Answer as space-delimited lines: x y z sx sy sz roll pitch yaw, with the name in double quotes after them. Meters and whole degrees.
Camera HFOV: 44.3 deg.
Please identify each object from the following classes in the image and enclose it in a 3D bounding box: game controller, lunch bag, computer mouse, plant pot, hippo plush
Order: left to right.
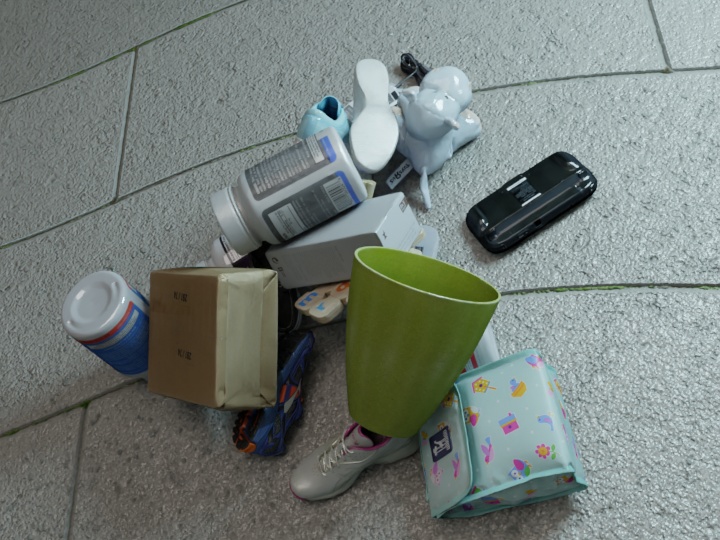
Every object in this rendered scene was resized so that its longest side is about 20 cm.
0.043 -0.292 1.534 0.200 0.044 0.110 -38 59 -12 "computer mouse"
0.055 0.096 1.099 0.186 0.187 0.201 25 107 31 "plant pot"
0.096 -0.243 1.391 0.159 0.161 0.200 31 72 16 "hippo plush"
0.166 0.215 1.132 0.199 0.122 0.171 -19 59 18 "lunch bag"
0.258 -0.106 1.349 0.199 0.042 0.104 -33 40 -2 "game controller"

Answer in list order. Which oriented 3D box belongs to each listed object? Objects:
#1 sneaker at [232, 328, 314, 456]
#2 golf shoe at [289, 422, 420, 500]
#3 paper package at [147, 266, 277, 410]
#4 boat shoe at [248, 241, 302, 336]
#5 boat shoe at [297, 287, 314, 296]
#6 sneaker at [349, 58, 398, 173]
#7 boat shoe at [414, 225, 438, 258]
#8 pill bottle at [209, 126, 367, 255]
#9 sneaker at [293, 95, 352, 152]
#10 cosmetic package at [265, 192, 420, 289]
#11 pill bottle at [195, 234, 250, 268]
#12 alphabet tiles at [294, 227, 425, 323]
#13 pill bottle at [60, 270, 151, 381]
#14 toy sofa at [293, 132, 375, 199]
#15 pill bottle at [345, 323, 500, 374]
-0.115 0.177 1.285 0.075 0.078 0.201 5 65 50 "sneaker"
-0.016 0.242 1.200 0.199 0.092 0.076 -30 56 2 "golf shoe"
-0.210 0.091 1.254 0.199 0.103 0.192 0 89 50 "paper package"
-0.136 0.001 1.316 0.068 0.057 0.201 -14 89 0 "boat shoe"
-0.038 0.004 1.365 0.201 0.075 0.065 -20 51 0 "boat shoe"
0.017 -0.227 1.387 0.075 0.089 0.201 5 63 -7 "sneaker"
0.077 0.010 1.274 0.068 0.057 0.200 10 37 11 "boat shoe"
-0.101 -0.107 1.232 0.199 0.114 0.114 -26 55 4 "pill bottle"
-0.040 -0.230 1.373 0.074 0.200 0.082 23 111 5 "sneaker"
-0.025 -0.039 1.248 0.199 0.074 0.102 -7 34 36 "cosmetic package"
-0.156 -0.028 1.402 0.199 0.113 0.113 -32 54 0 "pill bottle"
0.000 0.000 1.254 0.200 0.015 0.195 -41 26 -17 "alphabet tiles"
-0.351 0.095 1.342 0.112 0.200 0.113 -11 55 17 "pill bottle"
-0.036 -0.142 1.393 0.097 0.083 0.200 2 28 -26 "toy sofa"
0.086 0.117 1.223 0.199 0.112 0.113 -17 56 10 "pill bottle"
